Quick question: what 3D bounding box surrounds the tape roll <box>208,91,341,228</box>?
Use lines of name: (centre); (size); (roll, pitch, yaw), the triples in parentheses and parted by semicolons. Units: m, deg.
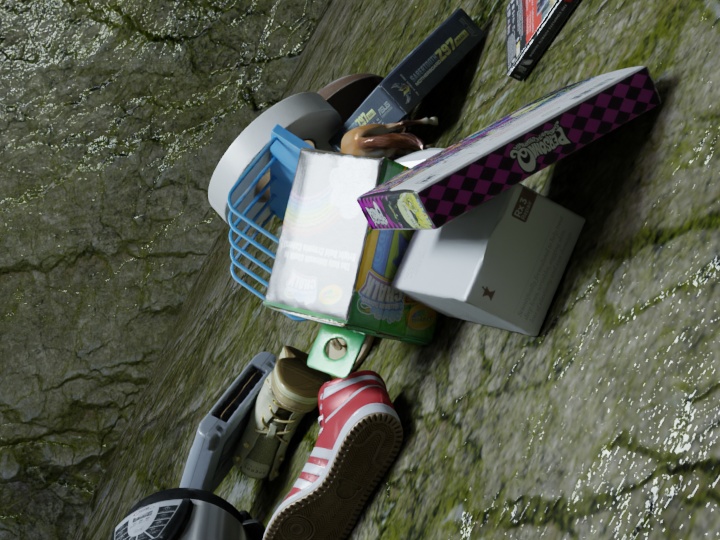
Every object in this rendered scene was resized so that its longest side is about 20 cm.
tape roll: (-0.107, -0.138, 1.454); (0.202, 0.037, 0.203); (-41, -17, -15)

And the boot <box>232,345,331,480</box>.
boot: (-0.099, 0.182, 1.375); (0.156, 0.071, 0.200); (-64, 7, 4)

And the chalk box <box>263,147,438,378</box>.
chalk box: (0.000, 0.000, 1.085); (0.124, 0.123, 0.203); (12, 89, 45)

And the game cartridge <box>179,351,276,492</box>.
game cartridge: (-0.166, 0.202, 1.434); (0.134, 0.041, 0.200); (-65, -7, 31)

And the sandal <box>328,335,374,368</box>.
sandal: (-0.010, 0.030, 1.251); (0.212, 0.069, 0.078); (-55, 41, 34)

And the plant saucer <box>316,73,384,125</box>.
plant saucer: (-0.042, -0.199, 1.578); (0.199, 0.032, 0.201); (-39, -17, -14)

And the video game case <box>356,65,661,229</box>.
video game case: (0.107, -0.091, 0.888); (0.198, 0.036, 0.181); (-29, 9, -12)

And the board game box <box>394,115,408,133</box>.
board game box: (0.002, -0.147, 1.610); (0.202, 0.039, 0.158); (-64, 14, 7)

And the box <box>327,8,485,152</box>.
box: (0.053, -0.222, 1.412); (0.158, 0.051, 0.200); (-47, 5, -23)

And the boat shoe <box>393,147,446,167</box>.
boat shoe: (0.059, -0.081, 1.181); (0.198, 0.063, 0.072); (-2, 78, 44)

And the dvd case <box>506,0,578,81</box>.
dvd case: (0.205, -0.304, 1.142); (0.201, 0.022, 0.147); (-57, 16, 37)

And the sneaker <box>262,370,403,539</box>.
sneaker: (-0.030, 0.186, 1.103); (0.201, 0.071, 0.113); (-53, 21, 18)

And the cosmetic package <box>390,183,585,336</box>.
cosmetic package: (0.099, -0.012, 0.945); (0.103, 0.073, 0.200); (-66, 16, -3)

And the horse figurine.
horse figurine: (0.018, -0.137, 1.336); (0.200, 0.131, 0.051); (147, 113, -78)

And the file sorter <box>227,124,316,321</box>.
file sorter: (-0.080, -0.047, 1.377); (0.123, 0.138, 0.201); (-53, -11, -23)

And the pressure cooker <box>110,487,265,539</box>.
pressure cooker: (-0.204, 0.346, 1.279); (0.201, 0.174, 0.180); (-95, 29, -66)
